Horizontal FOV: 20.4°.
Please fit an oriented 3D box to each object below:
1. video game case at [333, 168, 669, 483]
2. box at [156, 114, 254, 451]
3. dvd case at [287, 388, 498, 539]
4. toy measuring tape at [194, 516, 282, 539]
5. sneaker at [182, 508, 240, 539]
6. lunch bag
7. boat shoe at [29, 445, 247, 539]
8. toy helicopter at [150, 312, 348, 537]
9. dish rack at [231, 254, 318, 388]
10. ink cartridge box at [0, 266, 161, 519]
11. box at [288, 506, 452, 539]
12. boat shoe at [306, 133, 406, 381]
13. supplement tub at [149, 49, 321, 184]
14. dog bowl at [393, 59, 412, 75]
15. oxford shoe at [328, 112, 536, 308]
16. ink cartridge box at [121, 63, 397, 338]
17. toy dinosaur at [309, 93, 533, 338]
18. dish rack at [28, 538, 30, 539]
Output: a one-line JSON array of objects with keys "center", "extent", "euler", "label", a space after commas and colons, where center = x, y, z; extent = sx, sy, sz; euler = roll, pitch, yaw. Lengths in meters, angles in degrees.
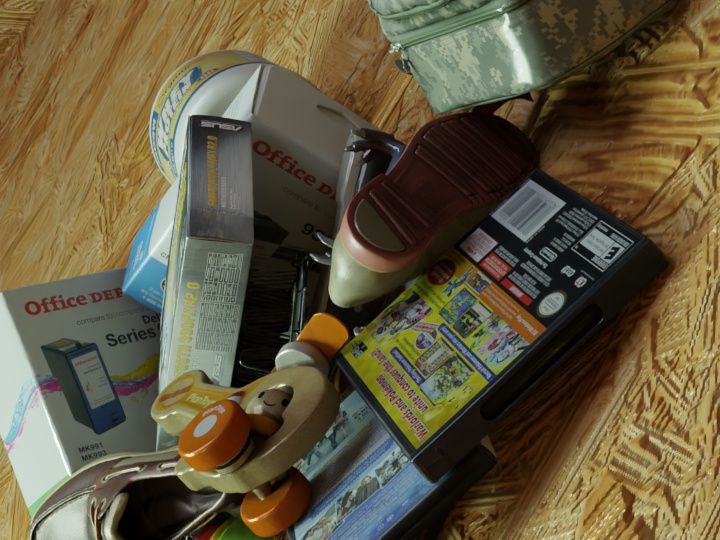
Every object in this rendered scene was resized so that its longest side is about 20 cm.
[{"center": [0.077, 0.027, 1.195], "extent": [0.181, 0.026, 0.200], "euler": [-43, 20, 0], "label": "video game case"}, {"center": [-0.114, 0.014, 1.443], "extent": [0.159, 0.048, 0.200], "euler": [-95, 13, -54], "label": "box"}, {"center": [0.011, 0.116, 1.212], "extent": [0.143, 0.018, 0.200], "euler": [-43, 19, 9], "label": "dvd case"}, {"center": [-0.098, 0.211, 1.330], "extent": [0.074, 0.074, 0.200], "euler": [-53, -10, 24], "label": "toy measuring tape"}, {"center": [-0.125, 0.234, 1.489], "extent": [0.200, 0.072, 0.083], "euler": [-48, -1, 32], "label": "sneaker"}, {"center": [0.084, -0.206, 1.299], "extent": [0.139, 0.168, 0.200], "euler": [-33, 11, -18], "label": "lunch bag"}, {"center": [-0.155, 0.164, 1.363], "extent": [0.200, 0.072, 0.072], "euler": [-19, 7, 27], "label": "boat shoe"}, {"center": [-0.076, 0.085, 1.286], "extent": [0.132, 0.079, 0.200], "euler": [-49, 24, -17], "label": "toy helicopter"}, {"center": [-0.067, 0.069, 1.427], "extent": [0.200, 0.054, 0.154], "euler": [126, 147, -78], "label": "dish rack"}, {"center": [-0.203, 0.107, 1.569], "extent": [0.087, 0.145, 0.200], "euler": [-42, 67, 46], "label": "ink cartridge box"}, {"center": [-0.009, 0.187, 1.265], "extent": [0.200, 0.036, 0.143], "euler": [-64, 20, -1], "label": "box"}, {"center": [0.000, 0.000, 1.459], "extent": [0.067, 0.057, 0.201], "euler": [-126, 48, -80], "label": "boat shoe"}, {"center": [-0.107, -0.119, 1.770], "extent": [0.145, 0.144, 0.200], "euler": [-61, 19, 2], "label": "supplement tub"}, {"center": [0.102, -0.223, 1.505], "extent": [0.200, 0.059, 0.200], "euler": [-52, 21, 29], "label": "dog bowl"}, {"center": [0.042, -0.042, 1.306], "extent": [0.200, 0.070, 0.075], "euler": [-33, -18, -43], "label": "oxford shoe"}, {"center": [-0.071, -0.037, 1.553], "extent": [0.200, 0.145, 0.084], "euler": [-51, 17, 31], "label": "ink cartridge box"}, {"center": [0.040, -0.019, 1.353], "extent": [0.200, 0.105, 0.182], "euler": [-39, 48, 24], "label": "toy dinosaur"}, {"center": [-0.212, 0.283, 1.473], "extent": [0.172, 0.043, 0.200], "euler": [-40, 68, 46], "label": "dish rack"}]
